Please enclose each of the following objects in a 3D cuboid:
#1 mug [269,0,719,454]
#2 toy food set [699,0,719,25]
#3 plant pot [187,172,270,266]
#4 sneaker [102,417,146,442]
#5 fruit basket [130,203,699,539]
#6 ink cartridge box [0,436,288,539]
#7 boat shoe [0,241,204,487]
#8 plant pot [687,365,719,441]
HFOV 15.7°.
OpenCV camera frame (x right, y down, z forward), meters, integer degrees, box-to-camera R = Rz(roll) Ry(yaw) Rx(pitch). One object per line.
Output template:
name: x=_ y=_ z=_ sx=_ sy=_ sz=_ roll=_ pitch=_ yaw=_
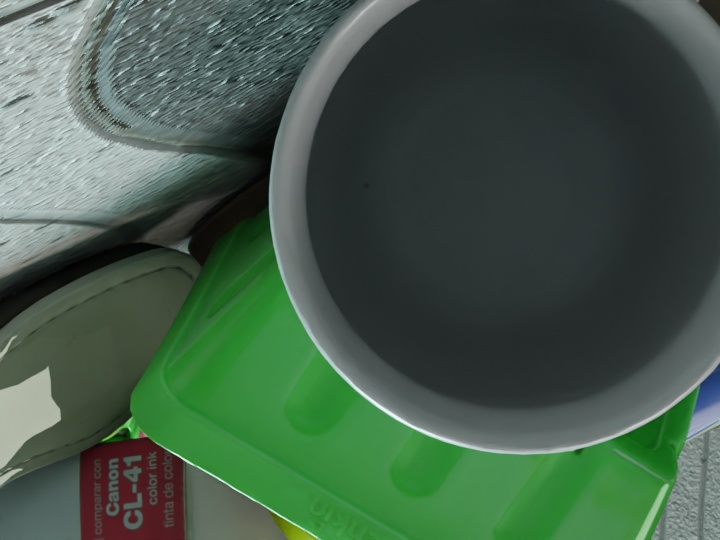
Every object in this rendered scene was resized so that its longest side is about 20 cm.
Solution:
mug: x=0.061 y=-0.047 z=0.823 sx=0.201 sy=0.147 sz=0.175 roll=-58 pitch=-179 yaw=2
toy food set: x=0.154 y=-0.093 z=1.034 sx=0.199 sy=0.060 sz=0.144 roll=-20 pitch=145 yaw=-32
plant pot: x=0.034 y=-0.016 z=1.108 sx=0.200 sy=0.093 sz=0.201 roll=-26 pitch=174 yaw=-3
sneaker: x=-0.151 y=0.074 z=1.201 sx=0.077 sy=0.084 sz=0.200 roll=29 pitch=119 yaw=-32
fruit basket: x=0.013 y=0.070 z=1.003 sx=0.215 sy=0.216 sz=0.156 roll=-31 pitch=-161 yaw=32
ink cartridge box: x=-0.135 y=0.129 z=1.081 sx=0.199 sy=0.086 sz=0.148 roll=-6 pitch=165 yaw=16
boat shoe: x=-0.149 y=0.049 z=0.995 sx=0.201 sy=0.072 sz=0.060 roll=-38 pitch=-138 yaw=-19
plant pot: x=0.122 y=0.044 z=1.595 sx=0.199 sy=0.180 sz=0.200 roll=-27 pitch=175 yaw=-6
